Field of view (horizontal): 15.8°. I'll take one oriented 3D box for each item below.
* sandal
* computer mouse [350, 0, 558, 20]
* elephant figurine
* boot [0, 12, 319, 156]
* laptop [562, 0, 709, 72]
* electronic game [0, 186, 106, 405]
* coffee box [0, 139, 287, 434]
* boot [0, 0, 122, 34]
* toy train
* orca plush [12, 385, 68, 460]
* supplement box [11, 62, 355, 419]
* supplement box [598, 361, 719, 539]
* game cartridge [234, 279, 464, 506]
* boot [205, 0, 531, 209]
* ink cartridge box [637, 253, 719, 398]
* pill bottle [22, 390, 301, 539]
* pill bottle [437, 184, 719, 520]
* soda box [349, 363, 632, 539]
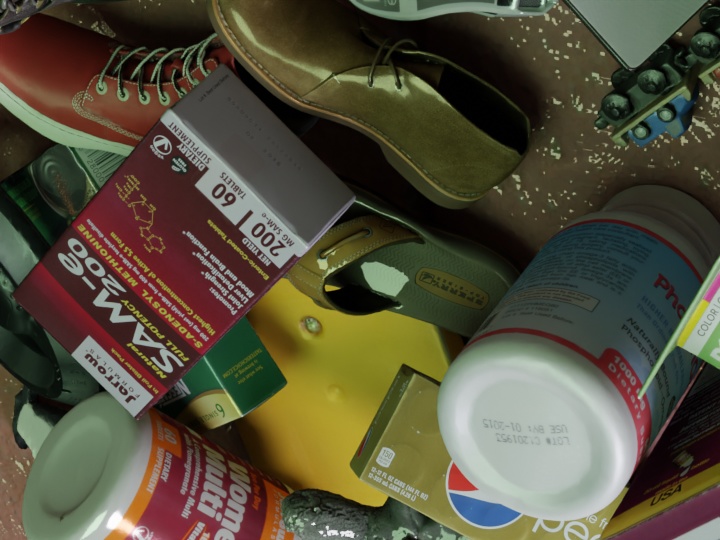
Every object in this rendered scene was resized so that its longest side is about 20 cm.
[{"bbox_3d":[0.000,0.000,1.485,0.199,0.055,0.082,22,130,-4],"label":"sandal"},{"bbox_3d":[0.077,-0.173,1.382,0.199,0.044,0.110,6,107,30],"label":"computer mouse"},{"bbox_3d":[0.086,0.143,1.516,0.200,0.155,0.141,45,142,-11],"label":"elephant figurine"},{"bbox_3d":[-0.121,-0.116,1.480,0.199,0.073,0.144,25,154,-4],"label":"boot"},{"bbox_3d":[0.149,-0.233,1.252,0.200,0.116,0.187,-43,94,-2],"label":"laptop"},{"bbox_3d":[-0.225,0.003,1.634,0.200,0.042,0.200,43,156,24],"label":"electronic game"},{"bbox_3d":[-0.136,0.009,1.592,0.201,0.044,0.123,58,149,-6],"label":"coffee box"},{"bbox_3d":[-0.147,-0.167,1.427,0.199,0.174,0.070,-14,98,37],"label":"boot"},{"bbox_3d":[0.199,-0.119,1.357,0.046,0.034,0.200,42,132,-17],"label":"toy train"},{"bbox_3d":[-0.173,0.157,1.705,0.200,0.071,0.106,36,103,50],"label":"orca plush"},{"bbox_3d":[-0.103,-0.013,1.460,0.109,0.061,0.200,44,134,-1],"label":"supplement box"},{"bbox_3d":[0.230,0.117,1.380,0.103,0.200,0.131,-33,100,40],"label":"supplement box"},{"bbox_3d":[-0.008,0.068,1.604,0.175,0.032,0.201,-4,120,32],"label":"game cartridge"},{"bbox_3d":[0.009,-0.114,1.423,0.199,0.074,0.075,33,151,-15],"label":"boot"},{"bbox_3d":[0.217,-0.008,1.305,0.059,0.200,0.104,33,132,7],"label":"ink cartridge box"},{"bbox_3d":[-0.101,0.162,1.591,0.109,0.110,0.200,-25,135,39],"label":"pill bottle"},{"bbox_3d":[0.127,0.037,1.387,0.108,0.200,0.109,15,127,21],"label":"pill bottle"},{"bbox_3d":[0.097,0.128,1.431,0.199,0.064,0.068,28,89,-7],"label":"soda box"}]
